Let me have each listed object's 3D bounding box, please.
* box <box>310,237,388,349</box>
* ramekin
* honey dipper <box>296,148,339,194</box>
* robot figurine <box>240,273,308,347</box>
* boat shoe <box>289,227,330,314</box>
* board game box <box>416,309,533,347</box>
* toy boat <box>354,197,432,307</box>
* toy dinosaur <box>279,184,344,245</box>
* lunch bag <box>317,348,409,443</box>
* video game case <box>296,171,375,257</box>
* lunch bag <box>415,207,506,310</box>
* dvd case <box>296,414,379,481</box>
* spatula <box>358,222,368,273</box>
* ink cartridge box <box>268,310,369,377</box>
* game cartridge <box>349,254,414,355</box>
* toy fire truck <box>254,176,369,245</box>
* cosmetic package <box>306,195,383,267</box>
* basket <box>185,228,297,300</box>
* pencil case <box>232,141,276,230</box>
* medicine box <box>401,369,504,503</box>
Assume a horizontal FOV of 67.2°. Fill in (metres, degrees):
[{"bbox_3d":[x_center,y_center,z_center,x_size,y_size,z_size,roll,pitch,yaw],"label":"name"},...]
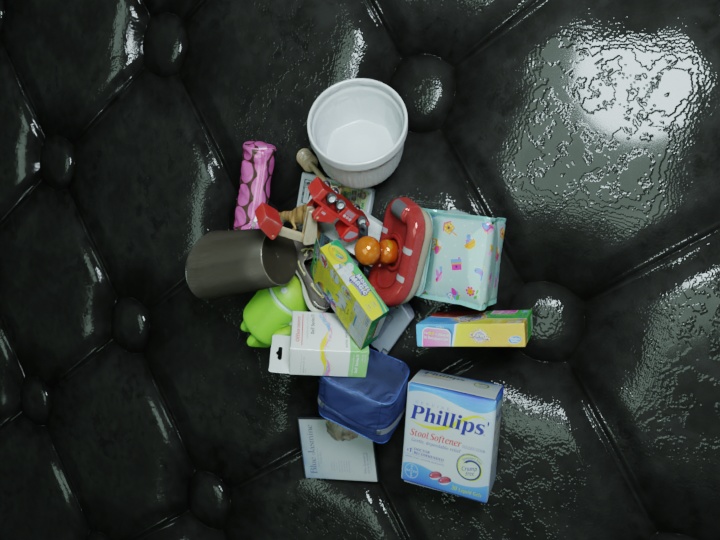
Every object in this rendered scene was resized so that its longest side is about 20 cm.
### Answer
[{"bbox_3d":[-0.029,0.036,1.033,0.202,0.047,0.119,52,151,20],"label":"box"},{"bbox_3d":[-0.002,-0.259,1.060,0.192,0.106,0.207,-2,65,5],"label":"ramekin"},{"bbox_3d":[-0.085,-0.200,1.120,0.039,0.037,0.201,-60,38,18],"label":"honey dipper"},{"bbox_3d":[-0.184,0.083,1.209,0.200,0.114,0.178,-46,55,21],"label":"robot figurine"},{"bbox_3d":[-0.108,-0.011,1.147,0.060,0.070,0.205,-44,62,41],"label":"boat shoe"},{"bbox_3d":[0.217,0.107,1.014,0.193,0.152,0.042,-3,93,23],"label":"board game box"},{"bbox_3d":[0.047,-0.033,1.007,0.131,0.126,0.207,-134,51,-56],"label":"toy boat"},{"bbox_3d":[-0.100,-0.113,1.103,0.194,0.060,0.110,-17,85,23],"label":"toy dinosaur"},{"bbox_3d":[-0.002,0.254,1.124,0.194,0.136,0.136,20,126,22],"label":"lunch bag"},{"bbox_3d":[-0.067,-0.095,1.190,0.176,0.022,0.208,16,101,22],"label":"video game case"},{"bbox_3d":[0.166,-0.029,1.041,0.194,0.121,0.178,11,101,29],"label":"lunch bag"},{"bbox_3d":[-0.052,0.405,1.238,0.193,0.017,0.149,-6,94,25],"label":"dvd case"},{"bbox_3d":[0.000,0.000,1.086,0.055,0.021,0.207,15,118,21],"label":"spatula"},{"bbox_3d":[-0.084,0.145,1.084,0.192,0.119,0.069,3,124,-7],"label":"ink cartridge box"},{"bbox_3d":[0.016,0.066,1.145,0.199,0.040,0.135,41,123,10],"label":"game cartridge"},{"bbox_3d":[-0.088,-0.096,1.031,0.141,0.198,0.049,-44,43,15],"label":"toy fire truck"},{"bbox_3d":[-0.026,-0.096,1.131,0.197,0.050,0.084,35,107,17],"label":"cosmetic package"},{"bbox_3d":[-0.238,-0.021,1.132,0.194,0.181,0.140,-6,116,33],"label":"basket"},{"bbox_3d":[-0.235,-0.185,1.217,0.087,0.094,0.208,6,101,-10],"label":"pencil case"},{"bbox_3d":[0.183,0.322,1.079,0.176,0.102,0.209,7,99,23],"label":"medicine box"}]
